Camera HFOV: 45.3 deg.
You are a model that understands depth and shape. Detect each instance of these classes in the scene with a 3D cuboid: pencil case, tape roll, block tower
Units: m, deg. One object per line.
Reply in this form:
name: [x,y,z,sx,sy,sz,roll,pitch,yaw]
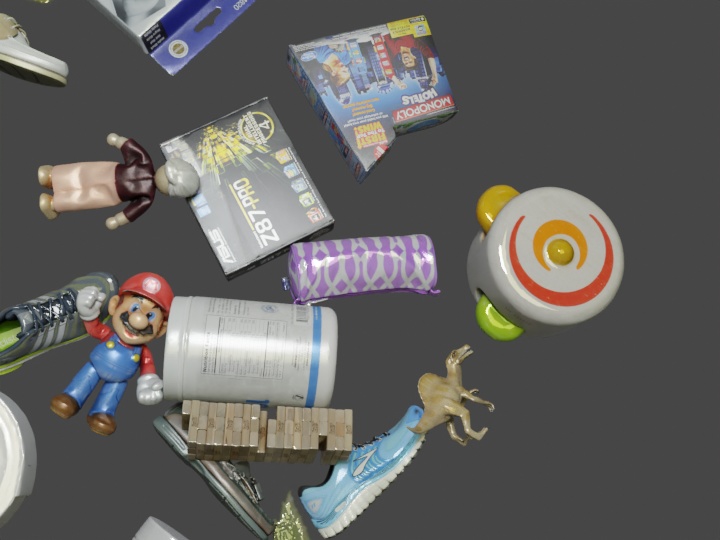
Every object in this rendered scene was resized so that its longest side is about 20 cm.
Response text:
pencil case: [0.000,0.000,1.121,0.200,0.084,0.086,-6,69,-10]
tape roll: [-0.487,0.224,1.007,0.202,0.071,0.203,2,76,-8]
block tower: [-0.112,0.194,1.026,0.200,0.054,0.058,6,57,-9]

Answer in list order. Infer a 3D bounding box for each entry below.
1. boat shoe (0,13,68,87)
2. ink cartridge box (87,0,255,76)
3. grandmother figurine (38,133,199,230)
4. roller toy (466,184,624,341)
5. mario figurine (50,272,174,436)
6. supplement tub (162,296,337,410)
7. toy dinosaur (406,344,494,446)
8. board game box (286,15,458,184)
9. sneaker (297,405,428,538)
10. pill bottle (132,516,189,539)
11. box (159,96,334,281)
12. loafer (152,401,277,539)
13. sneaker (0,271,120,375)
boat shoe: [-0.473,-0.302,1.129,0.200,0.075,0.068,20,81,-2]
ink cartridge box: [-0.266,-0.404,1.200,0.200,0.041,0.200,41,75,3]
grandmother figurine: [-0.303,-0.114,1.098,0.200,0.061,0.121,-3,98,5]
roller toy: [0.241,-0.012,1.131,0.182,0.140,0.200,-2,77,-9]
mario figurine: [-0.290,0.095,1.037,0.106,0.123,0.200,22,83,36]
supplement tub: [-0.133,0.102,1.055,0.200,0.132,0.132,5,76,-6]
toy dinosaur: [0.109,0.176,1.090,0.101,0.058,0.200,42,38,-1]
board game box: [0.022,-0.231,1.191,0.200,0.062,0.200,-15,81,-11]
sneaker: [0.004,0.235,1.073,0.200,0.078,0.090,-42,81,-16]
pill bottle: [-0.264,0.390,0.978,0.114,0.114,0.200,36,75,1]
box: [-0.150,-0.109,1.145,0.161,0.049,0.200,-26,81,-9]
loafer: [-0.166,0.238,1.053,0.200,0.072,0.063,45,69,6]
sneaker: [-0.386,0.063,1.053,0.200,0.081,0.074,-33,84,-14]
